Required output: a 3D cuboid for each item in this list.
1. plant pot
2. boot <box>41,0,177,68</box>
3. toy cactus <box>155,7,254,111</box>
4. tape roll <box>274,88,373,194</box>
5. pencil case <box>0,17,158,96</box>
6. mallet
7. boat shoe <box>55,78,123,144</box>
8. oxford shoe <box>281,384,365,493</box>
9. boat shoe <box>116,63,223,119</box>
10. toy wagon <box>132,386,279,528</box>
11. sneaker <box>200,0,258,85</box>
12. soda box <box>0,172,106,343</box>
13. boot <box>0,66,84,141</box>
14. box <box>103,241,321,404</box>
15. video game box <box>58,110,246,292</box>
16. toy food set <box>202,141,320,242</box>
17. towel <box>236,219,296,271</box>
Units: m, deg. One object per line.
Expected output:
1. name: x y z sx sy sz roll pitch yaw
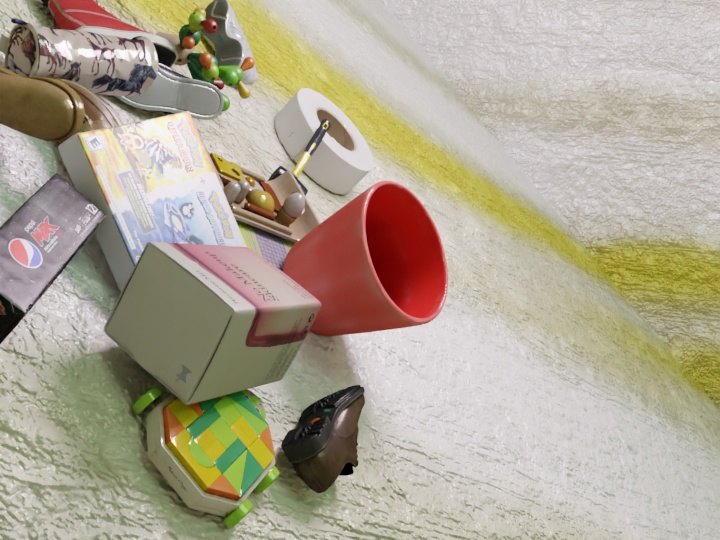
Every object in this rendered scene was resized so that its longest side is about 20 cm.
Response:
1. plant pot: 0.000 0.000 1.170 0.199 0.175 0.205 28 51 -42
2. boot: -0.367 -0.363 1.232 0.198 0.072 0.146 -3 55 -57
3. toy cactus: -0.256 -0.345 1.334 0.163 0.103 0.201 27 -15 19
4. tape roll: -0.067 -0.243 1.578 0.202 0.071 0.204 40 26 -24
5. pencil case: -0.352 -0.269 1.070 0.090 0.078 0.198 48 32 22
6. mallet: -0.101 -0.196 1.417 0.065 0.041 0.203 34 50 -20
7. boat shoe: -0.312 -0.139 0.998 0.200 0.075 0.074 47 29 -7
8. oxford shoe: -0.034 0.203 1.016 0.086 0.072 0.200 64 24 -9
9. boat shoe: -0.298 -0.263 1.220 0.197 0.077 0.060 19 -1 -35
10. toy wagon: -0.146 0.168 0.884 0.156 0.039 0.200 51 24 0
11. sneaker: -0.242 -0.417 1.546 0.080 0.070 0.203 41 24 -56
12. soda box: -0.322 -0.014 0.810 0.071 0.063 0.201 41 25 -16
13. boot: -0.405 -0.170 0.841 0.172 0.068 0.199 17 15 18
14. box: -0.150 0.049 0.900 0.127 0.110 0.199 35 12 18
15. video game box: -0.230 -0.073 0.975 0.181 0.046 0.204 -30 98 -57
16. toy food set: -0.153 -0.129 1.230 0.198 0.061 0.145 22 29 -46
17. towel: -0.120 -0.024 1.231 0.198 0.023 0.146 21 38 -47
